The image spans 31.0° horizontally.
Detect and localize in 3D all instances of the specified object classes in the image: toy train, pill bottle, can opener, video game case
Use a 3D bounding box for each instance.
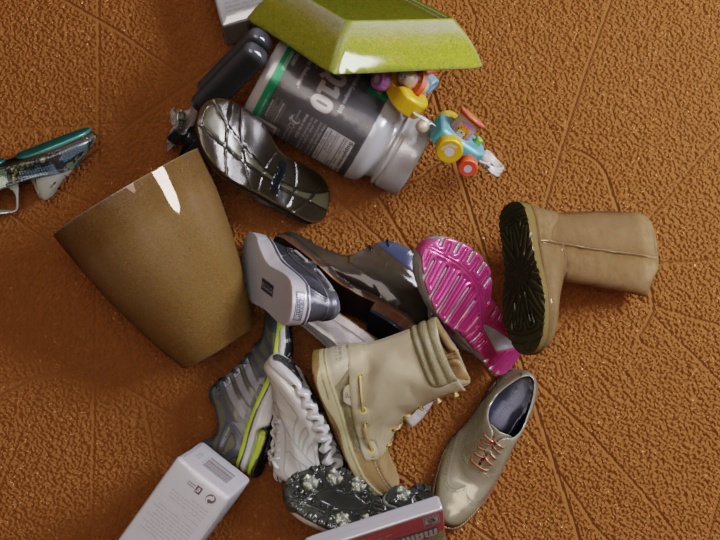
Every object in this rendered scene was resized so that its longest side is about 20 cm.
[{"bbox_3d":[0.092,-0.193,1.455,0.200,0.150,0.056,50,119,15],"label":"toy train"},{"bbox_3d":[-0.023,-0.175,1.473,0.199,0.113,0.114,29,82,-6],"label":"pill bottle"},{"bbox_3d":[-0.158,-0.194,1.460,0.066,0.200,0.053,30,43,-20],"label":"can opener"},{"bbox_3d":[0.022,0.301,1.370,0.142,0.201,0.018,-17,59,-4],"label":"video game case"}]

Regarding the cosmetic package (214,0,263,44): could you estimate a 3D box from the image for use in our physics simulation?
[{"bbox_3d":[-0.138,-0.380,1.525,0.100,0.071,0.202,-14,82,-4],"label":"cosmetic package"}]

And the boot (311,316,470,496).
[{"bbox_3d":[0.048,0.150,1.402,0.154,0.073,0.201,-18,116,9],"label":"boot"}]

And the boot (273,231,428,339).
[{"bbox_3d":[0.000,0.000,1.487,0.199,0.075,0.097,37,61,8],"label":"boot"}]

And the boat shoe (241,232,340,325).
[{"bbox_3d":[-0.078,0.009,1.426,0.067,0.200,0.073,3,104,-24],"label":"boat shoe"}]

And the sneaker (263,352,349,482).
[{"bbox_3d":[-0.069,0.184,1.408,0.080,0.075,0.201,-23,113,-3],"label":"sneaker"}]

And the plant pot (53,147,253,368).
[{"bbox_3d":[-0.206,-0.002,1.430,0.185,0.186,0.201,-31,97,-6],"label":"plant pot"}]

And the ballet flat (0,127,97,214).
[{"bbox_3d":[-0.391,-0.105,1.491,0.198,0.074,0.075,-17,82,-2],"label":"ballet flat"}]

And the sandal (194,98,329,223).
[{"bbox_3d":[-0.116,-0.117,1.465,0.199,0.054,0.082,32,68,-37],"label":"sandal"}]

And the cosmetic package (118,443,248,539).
[{"bbox_3d":[-0.211,0.290,1.383,0.071,0.101,0.201,36,95,5],"label":"cosmetic package"}]

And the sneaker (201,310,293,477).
[{"bbox_3d":[-0.126,0.125,1.454,0.080,0.074,0.202,13,80,4],"label":"sneaker"}]

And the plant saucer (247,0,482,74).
[{"bbox_3d":[0.006,-0.273,1.424,0.198,0.200,0.048,-7,120,-32],"label":"plant saucer"}]

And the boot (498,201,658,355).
[{"bbox_3d":[0.250,0.010,1.432,0.198,0.066,0.177,7,77,-35],"label":"boot"}]

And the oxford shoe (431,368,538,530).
[{"bbox_3d":[0.136,0.196,1.446,0.070,0.074,0.201,26,82,3],"label":"oxford shoe"}]

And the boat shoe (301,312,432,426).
[{"bbox_3d":[-0.006,0.104,1.458,0.199,0.071,0.070,34,82,2],"label":"boat shoe"}]

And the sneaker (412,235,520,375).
[{"bbox_3d":[0.103,0.034,1.427,0.081,0.088,0.201,-47,129,-15],"label":"sneaker"}]

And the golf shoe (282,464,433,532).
[{"bbox_3d":[-0.008,0.266,1.385,0.199,0.088,0.078,18,46,-33],"label":"golf shoe"}]
